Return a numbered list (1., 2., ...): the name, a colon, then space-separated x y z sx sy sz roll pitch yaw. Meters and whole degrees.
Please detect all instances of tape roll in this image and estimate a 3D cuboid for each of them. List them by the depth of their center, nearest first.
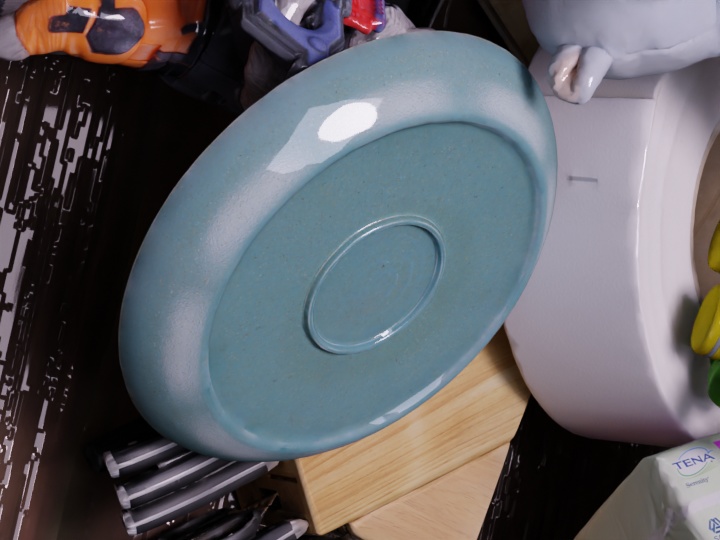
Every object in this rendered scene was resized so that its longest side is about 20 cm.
1. tape roll: 0.138 -0.023 1.187 0.202 0.071 0.203 -10 102 -55

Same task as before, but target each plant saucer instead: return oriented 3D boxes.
1. plant saucer: 0.000 0.000 1.043 0.200 0.027 0.200 -24 139 -23

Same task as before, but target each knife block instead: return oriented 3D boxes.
1. knife block: -0.021 0.055 1.148 0.176 0.064 0.200 29 77 -31

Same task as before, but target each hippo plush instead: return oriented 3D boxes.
1. hippo plush: 0.145 -0.131 1.055 0.161 0.200 0.159 6 49 -4

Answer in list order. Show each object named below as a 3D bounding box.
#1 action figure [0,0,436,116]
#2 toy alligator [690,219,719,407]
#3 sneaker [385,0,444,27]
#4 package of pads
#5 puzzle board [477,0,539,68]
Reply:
1. action figure: -0.065 -0.118 1.079 0.193 0.105 0.200 18 38 -7
2. toy alligator: 0.175 -0.007 1.141 0.059 0.054 0.200 20 62 -8
3. sneaker: 0.024 -0.158 1.159 0.075 0.082 0.200 16 83 -32
4. package of pads: 0.160 0.131 1.195 0.154 0.200 0.068 -13 64 -31
5. puzzle board: 0.153 -0.135 1.282 0.200 0.017 0.151 -45 114 -23
